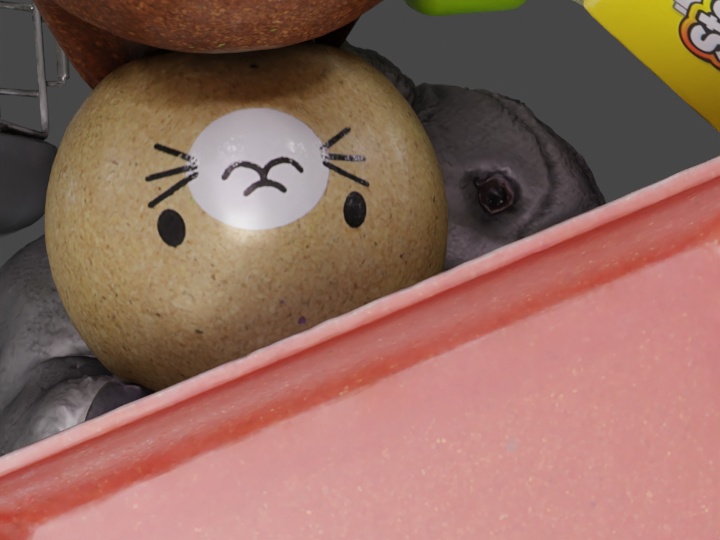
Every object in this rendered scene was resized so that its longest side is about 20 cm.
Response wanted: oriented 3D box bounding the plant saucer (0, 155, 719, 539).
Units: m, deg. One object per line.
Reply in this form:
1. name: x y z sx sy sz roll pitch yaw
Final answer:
1. plant saucer: 0.034 0.100 0.630 0.199 0.037 0.201 -22 94 -5

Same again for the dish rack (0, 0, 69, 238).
1. dish rack: -0.143 -0.090 0.826 0.153 0.054 0.202 -17 73 46

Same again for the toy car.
1. toy car: -0.025 -0.024 0.671 0.163 0.158 0.201 -5 76 -9

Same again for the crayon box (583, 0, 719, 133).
1. crayon box: 0.169 -0.055 0.656 0.172 0.200 0.058 42 61 -9

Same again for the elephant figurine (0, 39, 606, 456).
1. elephant figurine: 0.000 0.000 0.791 0.200 0.142 0.155 -45 98 2

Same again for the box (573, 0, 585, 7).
1. box: 0.161 -0.110 0.747 0.199 0.176 0.097 29 62 13
